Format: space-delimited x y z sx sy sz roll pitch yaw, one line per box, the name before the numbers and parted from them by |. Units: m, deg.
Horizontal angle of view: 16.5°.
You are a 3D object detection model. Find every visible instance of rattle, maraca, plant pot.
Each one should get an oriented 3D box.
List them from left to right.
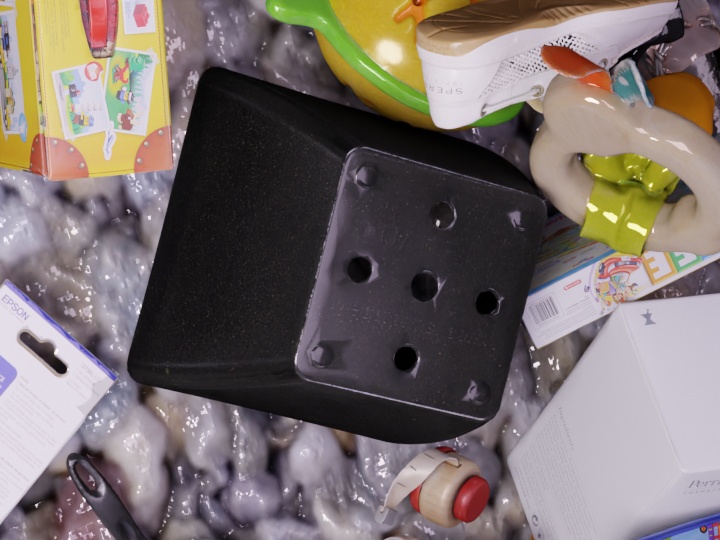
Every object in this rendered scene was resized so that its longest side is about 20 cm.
plant pot | 0.000 0.000 1.483 0.199 0.177 0.200 15 89 -24
maraca | 0.018 -0.157 1.511 0.199 0.137 0.107 28 128 -14
rattle | 0.164 -0.107 1.418 0.143 0.130 0.200 -52 138 -19

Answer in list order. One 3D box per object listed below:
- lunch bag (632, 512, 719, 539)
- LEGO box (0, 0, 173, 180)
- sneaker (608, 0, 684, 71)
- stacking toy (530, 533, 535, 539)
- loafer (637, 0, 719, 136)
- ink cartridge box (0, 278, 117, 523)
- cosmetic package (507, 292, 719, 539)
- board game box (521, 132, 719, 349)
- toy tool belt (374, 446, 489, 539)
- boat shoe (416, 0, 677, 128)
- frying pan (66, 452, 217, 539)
lunch bag | 0.212 0.204 1.515 0.199 0.151 0.094 -24 64 -33
LEGO box | -0.171 -0.157 1.403 0.077 0.149 0.201 -7 99 -23
sneaker | 0.174 -0.184 1.558 0.076 0.087 0.201 -22 138 -55
stacking toy | 0.187 0.237 1.647 0.200 0.116 0.110 43 83 -8
loafer | 0.220 -0.131 1.631 0.072 0.063 0.201 -34 108 -17
ink cartridge box | -0.242 0.109 1.462 0.095 0.037 0.200 43 80 -21
cosmetic package | 0.229 0.111 1.569 0.198 0.200 0.123 -6 59 -23
board game box | 0.181 -0.027 1.552 0.199 0.134 0.034 -26 105 1
toy tool belt | 0.061 0.223 1.556 0.125 0.123 0.201 30 83 -61
boat shoe | 0.108 -0.127 1.463 0.199 0.071 0.070 -18 118 -38
frying pan | -0.130 0.203 1.524 0.190 0.031 0.115 32 82 -20
